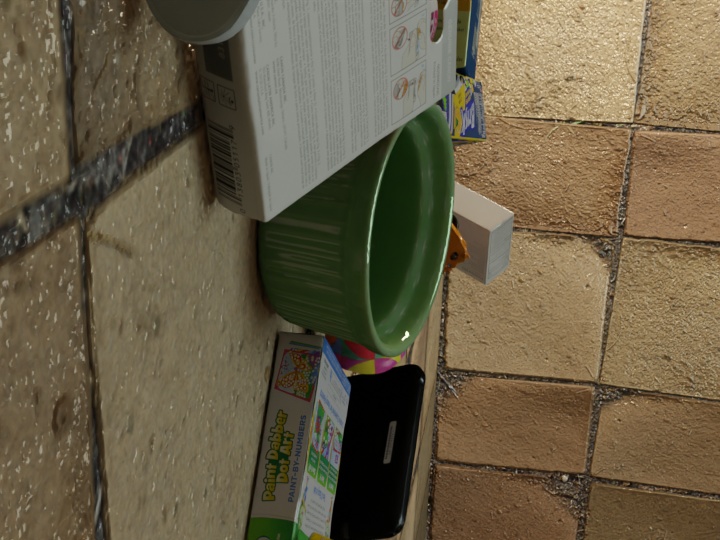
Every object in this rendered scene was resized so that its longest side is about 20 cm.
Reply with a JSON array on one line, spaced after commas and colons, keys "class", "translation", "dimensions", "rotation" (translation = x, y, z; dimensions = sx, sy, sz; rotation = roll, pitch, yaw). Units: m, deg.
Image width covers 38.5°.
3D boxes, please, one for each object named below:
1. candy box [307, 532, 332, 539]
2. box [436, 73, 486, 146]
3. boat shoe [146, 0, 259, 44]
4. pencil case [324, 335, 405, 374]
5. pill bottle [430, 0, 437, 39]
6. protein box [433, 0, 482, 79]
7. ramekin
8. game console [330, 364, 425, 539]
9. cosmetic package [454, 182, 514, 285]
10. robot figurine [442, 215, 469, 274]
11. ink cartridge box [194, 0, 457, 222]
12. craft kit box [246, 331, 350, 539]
[{"class": "candy box", "translation": [-0.065, 0.317, 0.817], "dimensions": [0.102, 0.026, 0.201], "rotation": [-47, 154, -62]}, {"class": "box", "translation": [0.064, -0.150, 0.972], "dimensions": [0.200, 0.069, 0.065], "rotation": [-15, 98, -71]}, {"class": "boat shoe", "translation": [-0.061, -0.209, 0.496], "dimensions": [0.091, 0.070, 0.202], "rotation": [-28, 121, -75]}, {"class": "pencil case", "translation": [0.000, 0.000, 0.985], "dimensions": [0.088, 0.088, 0.202], "rotation": [-67, 156, -65]}, {"class": "pill bottle", "translation": [0.001, -0.197, 0.795], "dimensions": [0.200, 0.112, 0.114], "rotation": [-61, 155, -70]}, {"class": "protein box", "translation": [0.056, -0.298, 1.039], "dimensions": [0.199, 0.134, 0.202], "rotation": [-25, 120, -80]}, {"class": "ramekin", "translation": [-0.001, -0.039, 0.821], "dimensions": [0.200, 0.097, 0.202], "rotation": [10, 90, -69]}, {"class": "game console", "translation": [0.006, 0.225, 1.129], "dimensions": [0.116, 0.175, 0.201], "rotation": [49, 39, -38]}, {"class": "cosmetic package", "translation": [0.088, -0.069, 1.221], "dimensions": [0.051, 0.199, 0.083], "rotation": [-34, 141, -33]}, {"class": "robot figurine", "translation": [0.039, -0.084, 1.044], "dimensions": [0.201, 0.058, 0.145], "rotation": [54, 5, 3]}, {"class": "ink cartridge box", "translation": [-0.015, -0.146, 0.642], "dimensions": [0.200, 0.057, 0.163], "rotation": [-43, 144, -37]}, {"class": "craft kit box", "translation": [-0.051, 0.176, 0.925], "dimensions": [0.200, 0.048, 0.199], "rotation": [72, 22, -70]}]
